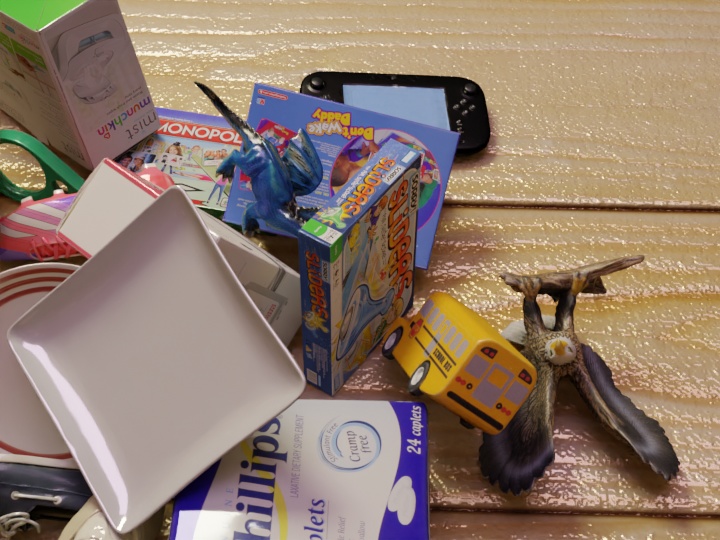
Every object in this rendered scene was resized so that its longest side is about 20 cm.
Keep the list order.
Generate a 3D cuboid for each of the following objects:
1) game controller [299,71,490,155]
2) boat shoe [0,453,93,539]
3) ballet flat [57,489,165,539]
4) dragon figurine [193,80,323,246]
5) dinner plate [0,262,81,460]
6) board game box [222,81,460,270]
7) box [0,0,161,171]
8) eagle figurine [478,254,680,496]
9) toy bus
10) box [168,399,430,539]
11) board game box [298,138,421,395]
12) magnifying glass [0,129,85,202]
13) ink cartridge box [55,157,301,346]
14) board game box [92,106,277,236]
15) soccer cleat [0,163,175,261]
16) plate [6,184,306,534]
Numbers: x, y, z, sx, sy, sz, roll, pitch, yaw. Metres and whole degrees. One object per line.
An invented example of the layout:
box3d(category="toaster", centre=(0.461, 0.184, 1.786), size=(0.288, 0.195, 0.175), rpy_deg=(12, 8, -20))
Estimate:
box3d(category="game controller", centre=(0.036, -0.164, 1.459), size=(0.200, 0.042, 0.104), rpy_deg=(1, 46, -8))
box3d(category="boat shoe", centre=(-0.271, 0.187, 1.137), size=(0.200, 0.075, 0.062), rpy_deg=(3, 69, -14))
box3d(category="ballet flat", centre=(-0.217, 0.239, 1.075), size=(0.069, 0.069, 0.200), rpy_deg=(30, 69, 25))
box3d(category="dragon figurine", centre=(-0.073, -0.089, 1.236), size=(0.099, 0.200, 0.059), rpy_deg=(-16, 6, 44))
box3d(category="dinner plate", centre=(-0.259, 0.088, 1.166), size=(0.200, 0.200, 0.024), rpy_deg=(-12, 18, -10))
box3d(category="board game box", centre=(-0.019, -0.088, 1.320), size=(0.200, 0.045, 0.135), rpy_deg=(14, 91, -6))
box3d(category="box", centre=(-0.317, -0.222, 1.417), size=(0.097, 0.177, 0.200), rpy_deg=(-38, 46, -23))
box3d(category="eagle figurine", centre=(0.176, 0.095, 1.201), size=(0.152, 0.151, 0.200), rpy_deg=(-19, 73, 38))
box3d(category="toy bus", centre=(0.078, 0.073, 1.164), size=(0.065, 0.078, 0.200), rpy_deg=(33, 5, -15))
box3d(category="box", centre=(-0.045, 0.204, 1.098), size=(0.200, 0.105, 0.184), rpy_deg=(0, 47, 2))
box3d(category="board game box", centre=(0.000, 0.000, 1.217), size=(0.034, 0.200, 0.135), rpy_deg=(27, 54, 22))
box3d(category="magnifying glass", centre=(-0.291, -0.082, 1.390), size=(0.200, 0.080, 0.022), rpy_deg=(24, 44, 8))
box3d(category="ink cartridge box", centre=(-0.146, -0.006, 1.218), size=(0.146, 0.200, 0.083), rpy_deg=(33, 91, 27))
box3d(category="board game box", centre=(-0.166, -0.106, 1.431), size=(0.200, 0.029, 0.135), rpy_deg=(9, 50, 9))
box3d(category="soccer cleat", centre=(-0.266, -0.039, 1.332), size=(0.200, 0.067, 0.077), rpy_deg=(-18, 67, 6))
box3d(category="plate", centre=(-0.158, 0.070, 1.081), size=(0.200, 0.032, 0.200), rpy_deg=(-39, 71, 14))
